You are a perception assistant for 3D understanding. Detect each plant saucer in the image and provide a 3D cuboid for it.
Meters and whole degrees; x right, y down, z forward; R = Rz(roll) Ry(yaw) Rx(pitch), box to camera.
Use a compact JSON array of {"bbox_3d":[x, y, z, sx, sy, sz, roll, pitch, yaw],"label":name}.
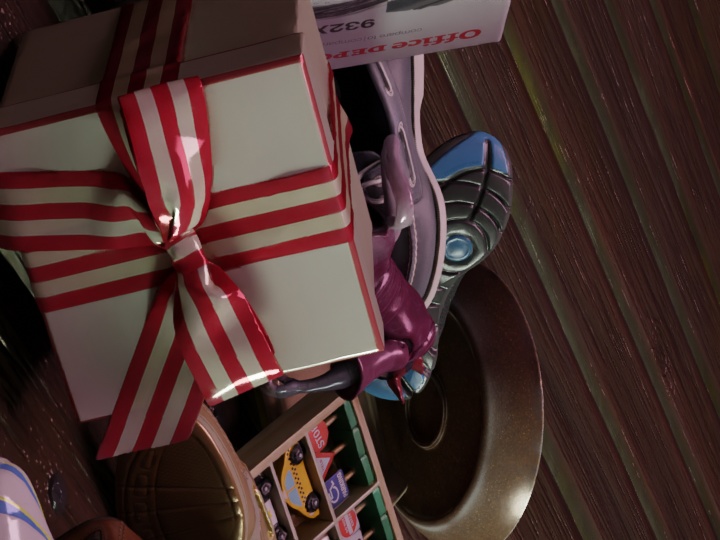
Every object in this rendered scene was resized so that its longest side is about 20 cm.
[{"bbox_3d":[0.056,0.092,1.782,0.034,0.200,0.201,1,77,-29],"label":"plant saucer"}]

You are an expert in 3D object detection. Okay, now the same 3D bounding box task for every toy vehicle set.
[{"bbox_3d":[-0.023,0.184,1.606,0.124,0.026,0.201,-39,122,-40],"label":"toy vehicle set"}]

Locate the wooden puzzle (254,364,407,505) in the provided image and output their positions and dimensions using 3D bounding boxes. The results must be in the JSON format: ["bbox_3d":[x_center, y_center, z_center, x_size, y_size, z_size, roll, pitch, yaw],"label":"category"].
[{"bbox_3d":[-0.033,0.076,1.702,0.185,0.037,0.201,-41,115,-68],"label":"wooden puzzle"}]

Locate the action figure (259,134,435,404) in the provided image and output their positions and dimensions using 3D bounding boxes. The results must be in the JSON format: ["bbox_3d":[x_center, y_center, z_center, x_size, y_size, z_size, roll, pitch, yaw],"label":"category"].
[{"bbox_3d":[0.000,0.000,1.553,0.200,0.148,0.134,52,23,-41],"label":"action figure"}]

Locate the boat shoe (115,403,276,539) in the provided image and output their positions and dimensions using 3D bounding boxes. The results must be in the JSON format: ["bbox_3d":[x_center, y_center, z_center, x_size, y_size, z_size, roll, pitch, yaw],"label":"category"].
[{"bbox_3d":[-0.086,0.138,1.460,0.069,0.073,0.201,-80,163,-50],"label":"boat shoe"}]

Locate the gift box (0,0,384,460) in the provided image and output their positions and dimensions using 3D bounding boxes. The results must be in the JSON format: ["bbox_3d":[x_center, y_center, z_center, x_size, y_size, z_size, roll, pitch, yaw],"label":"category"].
[{"bbox_3d":[-0.096,-0.029,1.339,0.187,0.199,0.185,-95,165,-67],"label":"gift box"}]

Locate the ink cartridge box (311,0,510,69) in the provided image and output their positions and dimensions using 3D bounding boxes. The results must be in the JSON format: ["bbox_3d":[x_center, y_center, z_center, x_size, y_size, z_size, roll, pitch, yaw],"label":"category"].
[{"bbox_3d":[0.015,-0.196,1.492,0.200,0.144,0.084,101,-22,-68],"label":"ink cartridge box"}]

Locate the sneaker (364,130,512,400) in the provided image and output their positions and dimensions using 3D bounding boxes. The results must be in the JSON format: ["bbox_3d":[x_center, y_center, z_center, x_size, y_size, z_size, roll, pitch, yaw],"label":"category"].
[{"bbox_3d":[0.039,-0.015,1.706,0.082,0.073,0.201,-87,-160,-57],"label":"sneaker"}]

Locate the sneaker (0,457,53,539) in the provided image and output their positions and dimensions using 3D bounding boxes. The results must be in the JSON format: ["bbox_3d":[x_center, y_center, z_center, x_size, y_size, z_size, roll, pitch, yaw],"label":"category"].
[{"bbox_3d":[-0.127,0.182,1.252,0.076,0.105,0.201,-34,114,-70],"label":"sneaker"}]

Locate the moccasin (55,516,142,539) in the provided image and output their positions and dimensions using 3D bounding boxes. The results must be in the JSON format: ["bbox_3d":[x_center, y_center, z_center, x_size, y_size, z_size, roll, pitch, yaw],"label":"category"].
[{"bbox_3d":[-0.091,0.199,1.377,0.078,0.073,0.202,63,4,38],"label":"moccasin"}]

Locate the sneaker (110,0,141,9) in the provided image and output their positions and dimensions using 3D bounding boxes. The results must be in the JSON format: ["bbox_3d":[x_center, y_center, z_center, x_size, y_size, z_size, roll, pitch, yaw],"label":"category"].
[{"bbox_3d":[-0.086,-0.131,1.505,0.114,0.073,0.201,33,47,-13],"label":"sneaker"}]

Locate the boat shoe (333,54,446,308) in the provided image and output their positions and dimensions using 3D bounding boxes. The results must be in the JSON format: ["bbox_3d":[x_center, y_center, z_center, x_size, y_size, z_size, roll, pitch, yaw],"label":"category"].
[{"bbox_3d":[0.005,-0.066,1.615,0.062,0.073,0.201,-11,100,-51],"label":"boat shoe"}]
